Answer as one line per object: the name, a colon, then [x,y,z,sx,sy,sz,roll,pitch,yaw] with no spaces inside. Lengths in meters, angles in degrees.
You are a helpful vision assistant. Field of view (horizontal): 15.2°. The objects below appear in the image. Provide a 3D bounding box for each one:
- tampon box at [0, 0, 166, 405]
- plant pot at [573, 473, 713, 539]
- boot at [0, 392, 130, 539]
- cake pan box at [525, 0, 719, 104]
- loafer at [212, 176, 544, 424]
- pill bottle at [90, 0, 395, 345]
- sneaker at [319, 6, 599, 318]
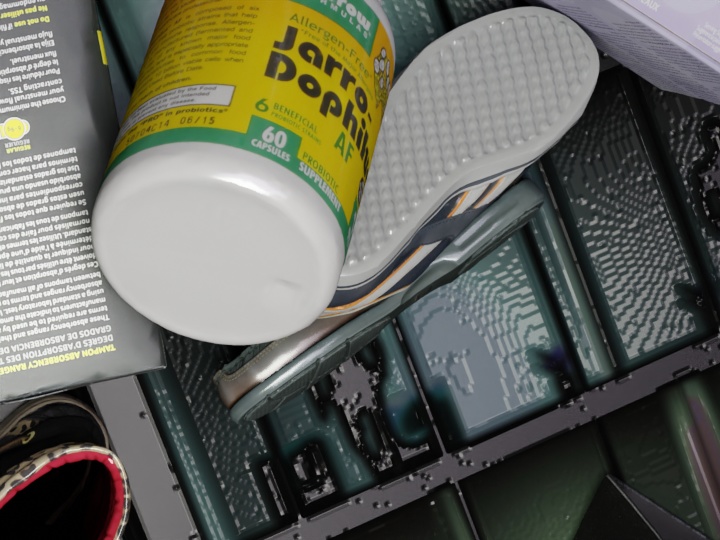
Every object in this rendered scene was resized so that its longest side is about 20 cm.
tampon box: [-0.176,-0.043,1.264,0.126,0.150,0.201,-11,96,-11]
plant pot: [0.173,0.249,1.355,0.200,0.200,0.178,34,95,-14]
boot: [-0.182,0.147,1.271,0.073,0.151,0.200,44,82,-12]
cake pan box: [0.117,-0.144,1.310,0.184,0.200,0.052,33,90,-14]
loafer: [0.000,0.000,1.363,0.200,0.072,0.063,-35,82,-17]
pill bottle: [-0.045,-0.075,1.208,0.112,0.113,0.201,28,46,-14]
sneaker: [0.031,-0.052,1.312,0.200,0.079,0.078,-38,78,-25]
